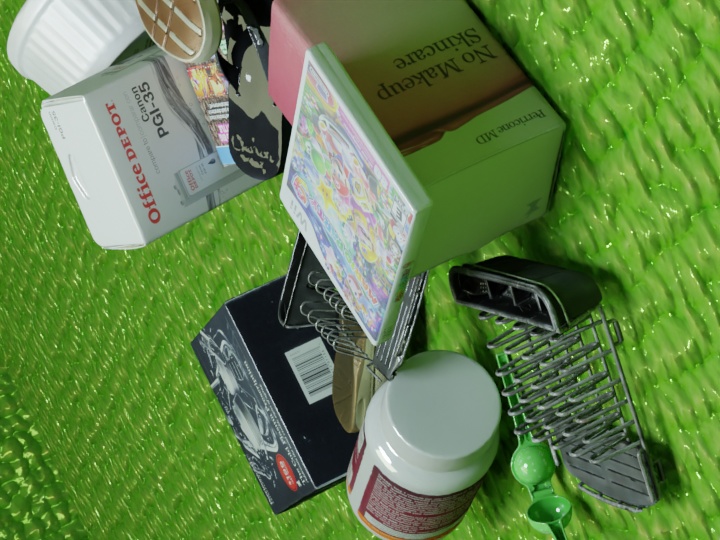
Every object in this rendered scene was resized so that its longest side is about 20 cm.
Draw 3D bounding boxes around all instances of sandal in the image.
[{"bbox_3d":[-0.083,-0.164,1.635,0.076,0.043,0.201,13,117,37],"label":"sandal"}]

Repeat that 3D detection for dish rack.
[{"bbox_3d":[0.000,0.000,1.727,0.200,0.054,0.154,-139,61,-65],"label":"dish rack"},{"bbox_3d":[0.147,0.086,1.540,0.153,0.054,0.201,18,130,65],"label":"dish rack"}]

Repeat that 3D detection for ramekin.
[{"bbox_3d":[-0.219,-0.225,1.939,0.094,0.202,0.202,47,156,12],"label":"ramekin"}]

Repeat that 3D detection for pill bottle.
[{"bbox_3d":[0.055,0.149,1.776,0.114,0.114,0.200,58,160,18],"label":"pill bottle"}]

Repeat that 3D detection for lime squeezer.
[{"bbox_3d":[0.138,0.164,1.668,0.071,0.038,0.200,46,-157,-54],"label":"lime squeezer"}]

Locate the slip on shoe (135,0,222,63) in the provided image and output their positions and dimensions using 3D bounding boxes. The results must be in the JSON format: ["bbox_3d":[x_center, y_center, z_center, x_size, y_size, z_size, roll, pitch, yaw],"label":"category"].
[{"bbox_3d":[-0.149,-0.235,1.646,0.200,0.060,0.076,50,129,37],"label":"slip on shoe"}]

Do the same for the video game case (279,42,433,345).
[{"bbox_3d":[-0.007,-0.049,1.478,0.143,0.018,0.200,57,159,20],"label":"video game case"}]

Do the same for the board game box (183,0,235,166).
[{"bbox_3d":[-0.084,-0.197,1.758,0.159,0.097,0.201,5,118,67],"label":"board game box"}]

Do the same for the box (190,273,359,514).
[{"bbox_3d":[-0.065,0.120,2.061,0.200,0.104,0.182,63,161,7],"label":"box"}]

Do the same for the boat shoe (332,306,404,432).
[{"bbox_3d":[0.020,0.051,1.839,0.073,0.063,0.201,-129,40,-55],"label":"boat shoe"}]

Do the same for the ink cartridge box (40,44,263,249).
[{"bbox_3d":[-0.160,-0.123,1.859,0.083,0.200,0.147,-1,115,54],"label":"ink cartridge box"}]

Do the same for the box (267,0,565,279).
[{"bbox_3d":[0.036,-0.116,1.506,0.200,0.128,0.109,53,156,28],"label":"box"}]
